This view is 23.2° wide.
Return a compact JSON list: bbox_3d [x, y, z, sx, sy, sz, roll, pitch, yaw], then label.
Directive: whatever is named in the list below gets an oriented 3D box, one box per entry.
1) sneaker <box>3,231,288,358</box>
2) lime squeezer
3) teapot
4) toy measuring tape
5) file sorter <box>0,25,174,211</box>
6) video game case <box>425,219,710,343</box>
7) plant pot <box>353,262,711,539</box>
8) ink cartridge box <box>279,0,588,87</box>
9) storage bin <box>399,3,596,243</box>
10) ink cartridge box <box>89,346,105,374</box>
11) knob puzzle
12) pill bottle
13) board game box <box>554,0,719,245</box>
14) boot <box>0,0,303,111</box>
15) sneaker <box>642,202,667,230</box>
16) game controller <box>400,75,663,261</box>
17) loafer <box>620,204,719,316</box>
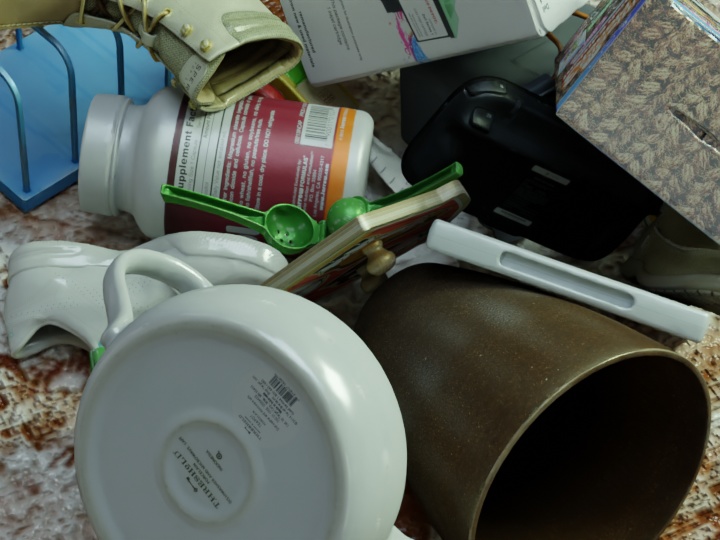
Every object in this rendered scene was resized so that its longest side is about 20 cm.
[{"bbox_3d":[-0.145,0.027,1.187,0.199,0.075,0.089,-4,64,12],"label":"sneaker"},{"bbox_3d":[-0.027,-0.043,1.165,0.199,0.071,0.038,-3,39,9],"label":"lime squeezer"},{"bbox_3d":[-0.055,0.092,0.979,0.196,0.201,0.146,2,9,23],"label":"teapot"},{"bbox_3d":[-0.029,-0.108,1.337,0.200,0.074,0.074,47,56,3],"label":"toy measuring tape"},{"bbox_3d":[-0.219,-0.170,1.315,0.139,0.123,0.200,39,55,24],"label":"file sorter"},{"bbox_3d":[0.141,0.009,1.172,0.181,0.200,0.023,20,92,9],"label":"video game case"},{"bbox_3d":[0.086,0.081,1.110,0.186,0.188,0.200,-23,41,-24],"label":"plant pot"},{"bbox_3d":[0.064,-0.212,1.282,0.199,0.084,0.145,-8,21,34],"label":"ink cartridge box"},{"bbox_3d":[0.127,-0.139,1.326,0.199,0.146,0.134,-31,48,-28],"label":"storage bin"},{"bbox_3d":[-0.086,0.142,1.084,0.146,0.083,0.201,-5,50,-10],"label":"ink cartridge box"},{"bbox_3d":[0.000,0.000,1.170,0.219,0.220,0.031,-27,83,-26],"label":"knob puzzle"},{"bbox_3d":[-0.095,-0.071,1.249,0.199,0.113,0.113,8,49,1],"label":"pill bottle"},{"bbox_3d":[0.216,-0.109,1.137,0.159,0.097,0.200,38,16,-5],"label":"board game box"},{"bbox_3d":[-0.154,-0.172,1.202,0.199,0.072,0.155,-19,59,-29],"label":"boot"},{"bbox_3d":[0.309,-0.038,1.279,0.199,0.090,0.075,13,49,6],"label":"sneaker"},{"bbox_3d":[0.126,-0.067,1.229,0.199,0.104,0.042,22,44,-32],"label":"game controller"},{"bbox_3d":[0.226,-0.011,1.187,0.075,0.200,0.069,19,92,-9],"label":"loafer"}]
